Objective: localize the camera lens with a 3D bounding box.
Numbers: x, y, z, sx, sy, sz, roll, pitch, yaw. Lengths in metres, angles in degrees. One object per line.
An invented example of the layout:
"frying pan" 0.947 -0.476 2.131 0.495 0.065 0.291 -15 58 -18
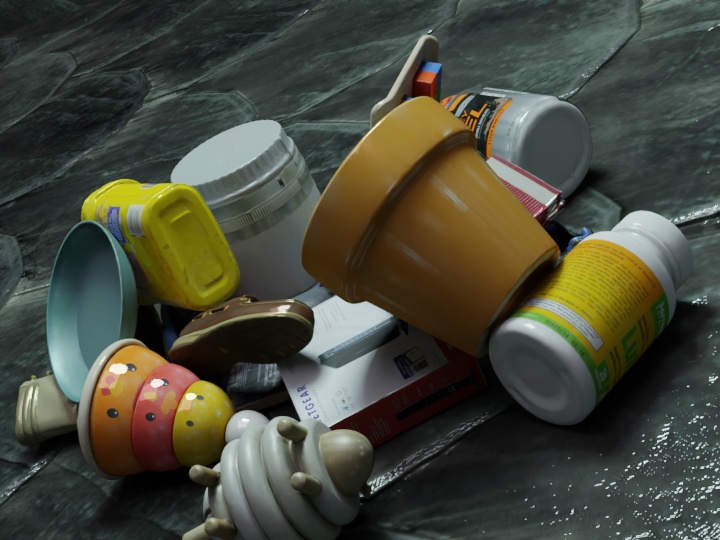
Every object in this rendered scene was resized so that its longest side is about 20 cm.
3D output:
"camera lens" -0.117 -0.053 1.633 0.158 0.202 0.161 -21 26 11

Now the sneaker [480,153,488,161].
"sneaker" 0.106 -0.103 1.592 0.066 0.091 0.201 -18 54 -22

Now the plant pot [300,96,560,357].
"plant pot" 0.076 -0.025 1.279 0.183 0.201 0.200 38 58 17

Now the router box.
"router box" 0.010 0.090 1.399 0.178 0.049 0.200 -28 32 -3

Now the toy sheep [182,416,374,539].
"toy sheep" -0.075 0.195 1.214 0.198 0.139 0.138 -24 25 16

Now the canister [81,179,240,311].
"canister" -0.225 -0.029 1.563 0.086 0.150 0.199 -35 19 -23

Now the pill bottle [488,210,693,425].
"pill bottle" 0.216 0.036 1.259 0.110 0.112 0.200 7 41 49

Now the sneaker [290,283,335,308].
"sneaker" 0.000 0.000 1.515 0.197 0.089 0.075 -17 27 -4

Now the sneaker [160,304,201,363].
"sneaker" -0.195 0.070 1.650 0.081 0.072 0.200 -8 22 -9

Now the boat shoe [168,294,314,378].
"boat shoe" -0.121 0.056 1.431 0.199 0.072 0.068 -17 43 43

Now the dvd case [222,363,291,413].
"dvd case" -0.057 0.090 1.522 0.198 0.016 0.149 -21 26 9

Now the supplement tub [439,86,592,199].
"supplement tub" 0.170 -0.151 1.643 0.122 0.124 0.199 -36 26 -21

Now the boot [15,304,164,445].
"boot" -0.320 0.121 1.647 0.154 0.073 0.201 -16 36 20

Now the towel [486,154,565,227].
"towel" 0.100 -0.034 1.426 0.199 0.023 0.144 -38 34 -8

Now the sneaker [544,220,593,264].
"sneaker" 0.182 -0.018 1.430 0.198 0.079 0.075 3 37 45

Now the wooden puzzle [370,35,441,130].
"wooden puzzle" 0.065 -0.167 1.726 0.046 0.187 0.201 14 38 16

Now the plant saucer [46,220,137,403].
"plant saucer" -0.295 0.046 1.548 0.036 0.203 0.199 5 5 -36

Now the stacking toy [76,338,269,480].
"stacking toy" -0.176 0.152 1.424 0.197 0.148 0.147 5 36 22
